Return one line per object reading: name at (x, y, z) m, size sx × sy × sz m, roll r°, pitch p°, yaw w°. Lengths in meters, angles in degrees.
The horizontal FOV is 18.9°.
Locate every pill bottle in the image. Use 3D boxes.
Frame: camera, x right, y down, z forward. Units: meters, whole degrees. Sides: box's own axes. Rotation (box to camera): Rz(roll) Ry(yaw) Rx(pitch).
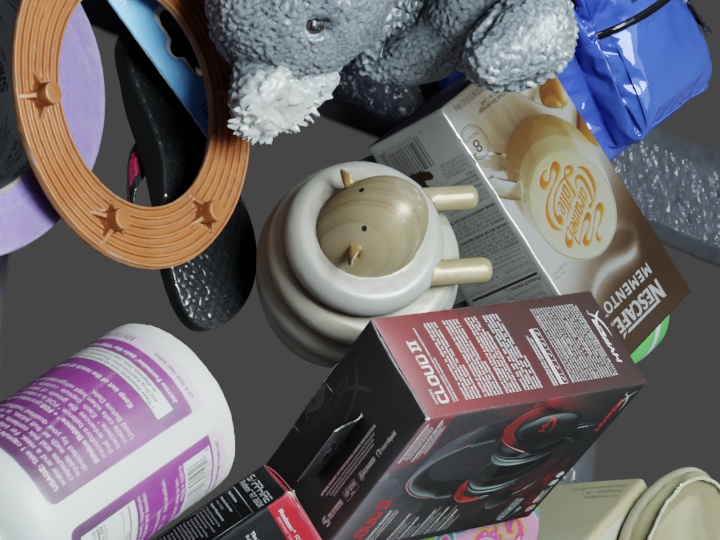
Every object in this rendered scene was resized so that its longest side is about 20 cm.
pill bottle at (-0.173, 0.121, 1.209) m, size 0.200 × 0.112 × 0.113 m, roll -34°, pitch 105°, yaw -38°

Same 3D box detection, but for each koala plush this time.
koala plush at (-0.005, -0.166, 1.288) m, size 0.199 × 0.184 × 0.178 m, roll -19°, pitch 92°, yaw -19°

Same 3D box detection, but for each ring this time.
ring at (-0.124, -0.101, 1.246) m, size 0.200 × 0.019 × 0.202 m, roll 16°, pitch 70°, yaw -50°

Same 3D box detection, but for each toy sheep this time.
toy sheep at (0.000, 0.000, 1.318) m, size 0.137 × 0.200 × 0.139 m, roll 5°, pitch 62°, yaw -10°

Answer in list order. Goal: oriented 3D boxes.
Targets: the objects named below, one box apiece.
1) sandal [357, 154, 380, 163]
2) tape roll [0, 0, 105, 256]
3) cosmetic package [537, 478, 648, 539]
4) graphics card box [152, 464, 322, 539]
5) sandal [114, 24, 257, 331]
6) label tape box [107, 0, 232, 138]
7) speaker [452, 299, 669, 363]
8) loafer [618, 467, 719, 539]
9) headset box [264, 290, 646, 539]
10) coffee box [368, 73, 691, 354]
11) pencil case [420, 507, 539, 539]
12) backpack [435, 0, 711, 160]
sandal at (0.050, -0.024, 1.436) m, size 0.200 × 0.057 × 0.080 m, roll 12°, pitch 114°, yaw -39°
tape roll at (-0.247, -0.099, 1.201) m, size 0.199 × 0.085 × 0.201 m, roll 9°, pitch 77°, yaw -39°
cosmetic package at (0.115, 0.226, 1.441) m, size 0.200 × 0.103 × 0.073 m, roll -40°, pitch 107°, yaw -38°
graphics card box at (-0.100, 0.217, 1.230) m, size 0.199 × 0.051 × 0.126 m, roll -34°, pitch 116°, yaw -9°
sandal at (-0.115, -0.055, 1.338) m, size 0.075 × 0.045 × 0.201 m, roll 2°, pitch 67°, yaw -46°
label tape box at (-0.075, -0.191, 1.367) m, size 0.200 × 0.066 × 0.144 m, roll -46°, pitch 114°, yaw -21°
speaker at (0.122, 0.047, 1.488) m, size 0.199 × 0.088 × 0.089 m, roll -19°, pitch 95°, yaw -40°
loafer at (0.199, 0.214, 1.402) m, size 0.076 × 0.068 × 0.201 m, roll 47°, pitch 57°, yaw -26°
headset box at (0.048, 0.093, 1.293) m, size 0.199 × 0.149 × 0.075 m, roll -6°, pitch 54°, yaw -40°
coffee box at (0.111, -0.032, 1.399) m, size 0.114 × 0.080 × 0.201 m, roll -40°, pitch 100°, yaw -41°
pencil case at (0.021, 0.167, 1.385) m, size 0.199 × 0.087 × 0.088 m, roll -10°, pitch 89°, yaw -40°
backpack at (0.136, -0.177, 1.485) m, size 0.162 × 0.167 × 0.201 m, roll -38°, pitch 105°, yaw -46°
